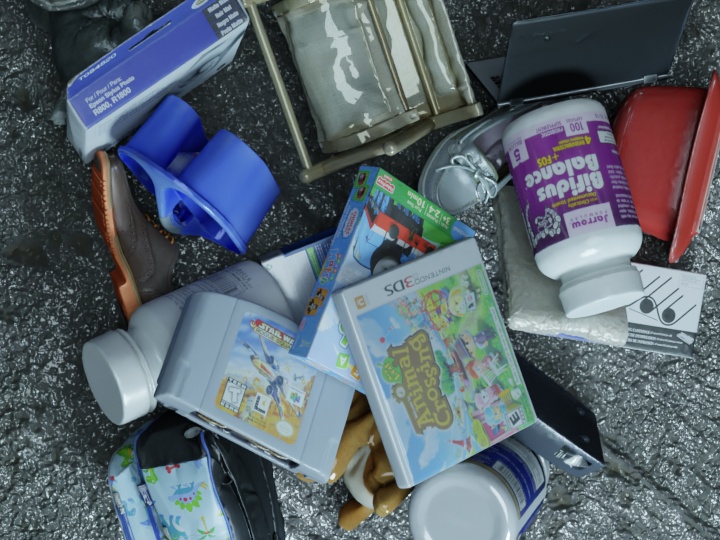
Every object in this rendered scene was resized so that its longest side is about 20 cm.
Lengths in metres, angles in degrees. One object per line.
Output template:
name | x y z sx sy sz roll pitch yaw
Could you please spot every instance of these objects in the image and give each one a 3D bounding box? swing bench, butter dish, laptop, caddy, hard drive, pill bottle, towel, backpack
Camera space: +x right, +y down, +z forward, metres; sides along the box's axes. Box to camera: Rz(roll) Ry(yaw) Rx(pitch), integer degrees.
swing bench | 0.005 -0.220 1.592 0.129 0.199 0.201 -14 99 35
butter dish | 0.303 -0.119 1.655 0.146 0.200 0.202 14 94 13
laptop | 0.218 -0.242 1.588 0.185 0.200 0.117 -10 117 -8
caddy | -0.166 -0.085 1.562 0.141 0.200 0.105 33 81 16
hard drive | 0.171 0.135 1.670 0.199 0.135 0.042 37 109 -11
pill bottle | -0.175 0.077 1.583 0.199 0.114 0.116 -24 100 -28
pill bottle | 0.131 0.231 1.625 0.114 0.200 0.117 4 100 20
towel | 0.208 -0.007 1.644 0.131 0.202 0.035 8 137 -8
pill bottle | 0.218 -0.060 1.562 0.111 0.112 0.202 -14 78 -7
backpack | -0.162 0.238 1.604 0.145 0.183 0.202 -14 102 16

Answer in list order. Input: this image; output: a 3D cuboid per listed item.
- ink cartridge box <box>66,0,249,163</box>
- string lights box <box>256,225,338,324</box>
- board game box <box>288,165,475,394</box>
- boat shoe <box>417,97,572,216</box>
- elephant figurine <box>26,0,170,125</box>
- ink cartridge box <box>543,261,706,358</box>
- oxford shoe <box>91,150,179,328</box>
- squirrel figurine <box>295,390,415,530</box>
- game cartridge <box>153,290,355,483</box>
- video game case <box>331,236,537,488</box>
ink cartridge box | -0.200 -0.195 1.525 0.199 0.200 0.041 -37 88 -13
string lights box | 0.000 0.000 1.662 0.198 0.059 0.104 -21 98 -7
board game box | 0.024 0.020 1.556 0.151 0.036 0.202 30 77 -38
boat shoe | 0.142 -0.127 1.644 0.201 0.065 0.075 -38 106 -22
elephant figurine | -0.282 -0.283 1.569 0.141 0.155 0.201 -37 89 39
ink cartridge box | 0.275 0.034 1.716 0.197 0.044 0.095 9 93 -10
oxford shoe | -0.230 -0.036 1.607 0.072 0.071 0.202 -17 121 -13
squirrel figurine | 0.002 0.145 1.657 0.200 0.142 0.187 -42 90 -17
game cartridge | -0.096 0.107 1.524 0.199 0.041 0.134 30 64 -23
video game case | 0.076 0.087 1.536 0.181 0.022 0.202 -21 93 -35
